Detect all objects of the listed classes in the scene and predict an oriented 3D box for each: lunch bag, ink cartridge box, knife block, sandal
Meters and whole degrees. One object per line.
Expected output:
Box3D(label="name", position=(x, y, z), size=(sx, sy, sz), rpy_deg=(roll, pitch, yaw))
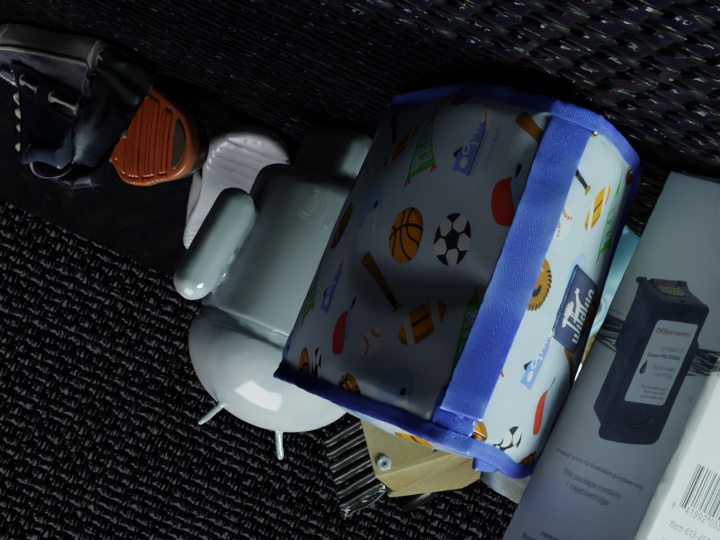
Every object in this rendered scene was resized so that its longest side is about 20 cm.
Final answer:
Box3D(label="lunch bag", position=(0.053, 0.005, 0.968), size=(0.123, 0.171, 0.200), rpy_deg=(22, 175, -10))
Box3D(label="ink cartridge box", position=(0.177, 0.073, 0.957), size=(0.145, 0.201, 0.084), rpy_deg=(28, 175, -39))
Box3D(label="knife block", position=(0.066, 0.123, 1.476), size=(0.199, 0.064, 0.176), rpy_deg=(-18, 163, 9))
Box3D(label="sandal", position=(-0.081, -0.068, 1.449), size=(0.079, 0.059, 0.207), rpy_deg=(7, 155, -7))

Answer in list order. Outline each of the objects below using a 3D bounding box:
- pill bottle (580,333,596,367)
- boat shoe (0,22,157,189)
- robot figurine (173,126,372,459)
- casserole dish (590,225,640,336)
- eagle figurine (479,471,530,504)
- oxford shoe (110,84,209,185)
Box3D(label="pill bottle", position=(0.185, 0.076, 1.345), size=(0.199, 0.115, 0.114), rpy_deg=(26, 174, -20))
Box3D(label="boat shoe", position=(-0.216, -0.111, 1.379), size=(0.074, 0.093, 0.200), rpy_deg=(27, 173, -30))
Box3D(label="robot figurine", position=(-0.034, 0.013, 1.235), size=(0.169, 0.201, 0.113), rpy_deg=(26, 174, -27))
Box3D(label="casserole dish", position=(0.098, -0.001, 1.177), size=(0.121, 0.039, 0.200), rpy_deg=(33, 162, -2))
Box3D(label="eagle figurine", position=(0.162, 0.190, 1.303), size=(0.150, 0.201, 0.152), rpy_deg=(-1, 152, -22))
Box3D(label="oxford shoe", position=(-0.140, -0.098, 1.412), size=(0.073, 0.072, 0.200), rpy_deg=(5, -172, -28))
